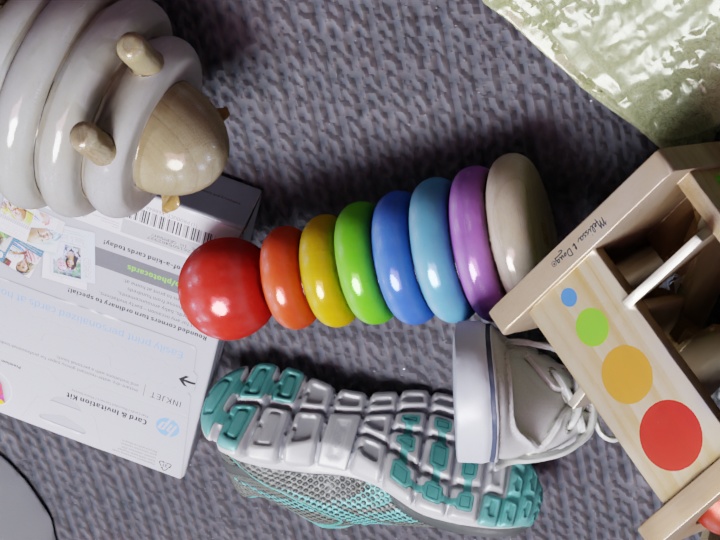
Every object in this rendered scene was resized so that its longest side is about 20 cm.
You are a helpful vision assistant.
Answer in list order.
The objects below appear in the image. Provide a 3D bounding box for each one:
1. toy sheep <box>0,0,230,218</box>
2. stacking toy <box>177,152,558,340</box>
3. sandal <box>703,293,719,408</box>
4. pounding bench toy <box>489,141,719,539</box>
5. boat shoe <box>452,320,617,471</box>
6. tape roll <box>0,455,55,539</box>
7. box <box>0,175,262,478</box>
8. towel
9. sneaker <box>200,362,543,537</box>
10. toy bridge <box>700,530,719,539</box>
[{"bbox_3d":[-0.154,-0.093,1.168,0.199,0.138,0.139,28,132,14],"label":"toy sheep"},{"bbox_3d":[0.000,0.000,1.195,0.198,0.086,0.086,-12,123,16],"label":"stacking toy"},{"bbox_3d":[0.210,0.026,1.182,0.200,0.048,0.076,-37,76,37],"label":"sandal"},{"bbox_3d":[0.196,0.016,1.081,0.200,0.124,0.156,-46,69,30],"label":"pounding bench toy"},{"bbox_3d":[0.095,0.068,1.188,0.085,0.075,0.202,-2,170,9],"label":"boat shoe"},{"bbox_3d":[-0.296,0.182,1.470,0.201,0.071,0.204,9,129,12],"label":"tape roll"},{"bbox_3d":[-0.150,0.014,1.307,0.155,0.041,0.201,19,130,4],"label":"box"},{"bbox_3d":[0.162,-0.147,1.075,0.148,0.037,0.200,39,130,-12],"label":"towel"},{"bbox_3d":[0.008,0.114,1.323,0.198,0.078,0.092,16,147,11],"label":"sneaker"},{"bbox_3d":[0.232,0.103,1.225,0.027,0.067,0.201,26,131,-2],"label":"toy bridge"}]
